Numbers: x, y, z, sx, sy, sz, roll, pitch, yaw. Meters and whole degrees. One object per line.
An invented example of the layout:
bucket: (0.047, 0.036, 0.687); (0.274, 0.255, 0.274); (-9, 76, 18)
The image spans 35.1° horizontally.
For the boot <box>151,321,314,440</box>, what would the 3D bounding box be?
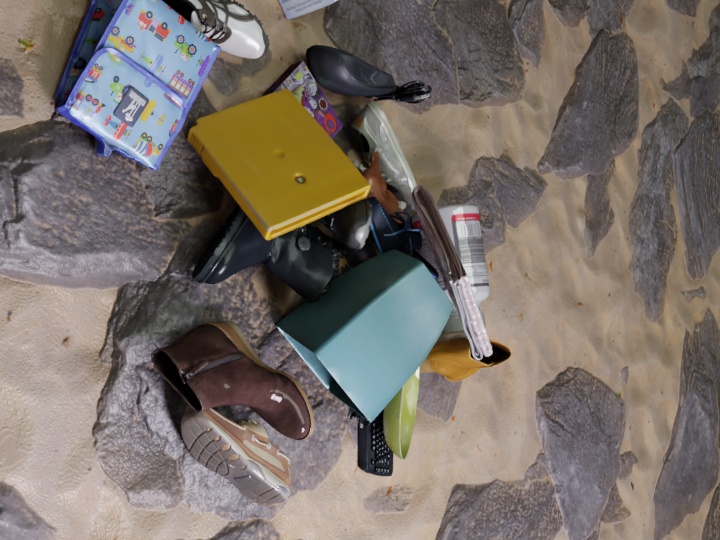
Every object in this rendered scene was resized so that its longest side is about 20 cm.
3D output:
boot: (-0.160, 0.156, 1.429); (0.200, 0.072, 0.166); (49, 27, 7)

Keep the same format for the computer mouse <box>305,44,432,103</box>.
computer mouse: (-0.001, -0.286, 1.733); (0.200, 0.138, 0.053); (17, 86, -37)

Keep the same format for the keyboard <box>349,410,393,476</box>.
keyboard: (0.028, 0.205, 1.702); (0.104, 0.040, 0.201); (15, 70, -47)

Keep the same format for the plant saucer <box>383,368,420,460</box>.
plant saucer: (0.061, 0.179, 1.683); (0.200, 0.031, 0.201); (5, 90, -80)

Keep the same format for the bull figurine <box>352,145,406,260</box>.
bull figurine: (0.030, -0.088, 1.730); (0.122, 0.065, 0.200); (-86, 162, -47)

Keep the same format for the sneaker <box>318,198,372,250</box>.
sneaker: (-0.042, -0.083, 1.595); (0.079, 0.200, 0.076); (11, 106, -22)

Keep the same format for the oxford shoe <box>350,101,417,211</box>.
oxford shoe: (0.040, -0.173, 1.793); (0.058, 0.075, 0.200); (-32, 121, -5)

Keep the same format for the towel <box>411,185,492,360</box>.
towel: (0.130, 0.004, 1.625); (0.200, 0.032, 0.191); (67, 3, -49)

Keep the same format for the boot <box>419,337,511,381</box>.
boot: (0.185, 0.139, 1.818); (0.201, 0.144, 0.071); (1, 81, -49)

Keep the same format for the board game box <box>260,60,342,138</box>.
board game box: (-0.108, -0.202, 1.648); (0.120, 0.032, 0.200); (60, 44, -27)

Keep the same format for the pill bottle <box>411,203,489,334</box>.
pill bottle: (0.148, -0.001, 1.832); (0.110, 0.110, 0.201); (-2, 83, -49)

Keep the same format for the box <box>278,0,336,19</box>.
box: (-0.065, -0.508, 1.706); (0.184, 0.105, 0.201); (-41, 113, -45)

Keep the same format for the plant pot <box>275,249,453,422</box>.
plant pot: (0.018, 0.075, 1.580); (0.200, 0.141, 0.141); (-43, 118, -12)

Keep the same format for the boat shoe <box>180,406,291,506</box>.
boat shoe: (-0.157, 0.227, 1.466); (0.200, 0.075, 0.072); (52, 40, -36)

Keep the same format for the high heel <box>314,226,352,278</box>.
high heel: (0.000, 0.000, 1.687); (0.199, 0.071, 0.143); (-8, 94, -41)

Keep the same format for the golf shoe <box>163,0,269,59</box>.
golf shoe: (-0.209, -0.328, 1.513); (0.200, 0.078, 0.095); (32, 43, -29)

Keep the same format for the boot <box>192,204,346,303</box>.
boot: (-0.115, -0.013, 1.526); (0.168, 0.076, 0.200); (40, 45, -11)

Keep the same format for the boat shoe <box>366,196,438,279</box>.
boat shoe: (0.058, -0.045, 1.667); (0.200, 0.068, 0.084); (57, 8, -50)

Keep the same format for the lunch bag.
lunch bag: (-0.288, -0.233, 1.417); (0.150, 0.094, 0.201); (34, 69, -41)

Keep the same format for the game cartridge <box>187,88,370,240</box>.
game cartridge: (-0.112, -0.147, 1.527); (0.176, 0.032, 0.200); (-25, 64, -33)
